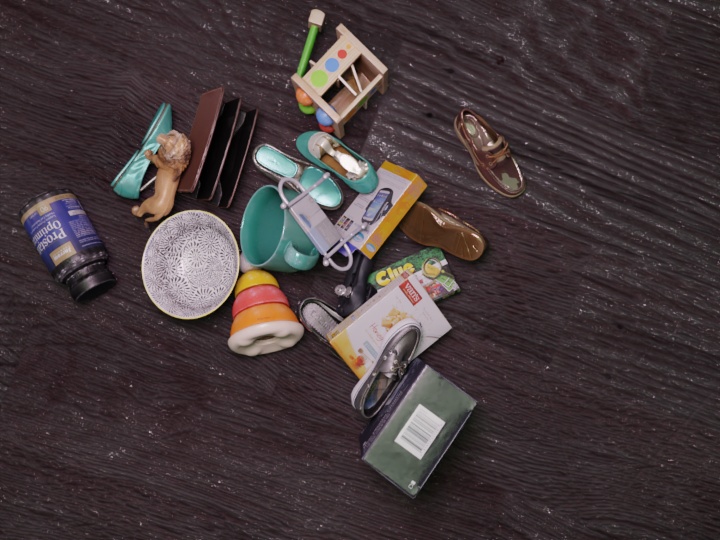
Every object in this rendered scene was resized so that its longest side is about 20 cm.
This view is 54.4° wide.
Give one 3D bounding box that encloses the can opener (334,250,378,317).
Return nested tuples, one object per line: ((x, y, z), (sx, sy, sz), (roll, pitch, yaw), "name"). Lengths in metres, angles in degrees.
((0.000, 0.000, 1.347), (0.063, 0.078, 0.202), (-4, 63, 36), "can opener")

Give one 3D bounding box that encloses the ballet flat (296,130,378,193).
((-0.047, -0.223, 1.345), (0.199, 0.070, 0.068), (36, 80, 19), "ballet flat")

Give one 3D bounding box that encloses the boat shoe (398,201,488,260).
((0.157, -0.085, 1.355), (0.198, 0.072, 0.073), (25, 116, 22), "boat shoe")

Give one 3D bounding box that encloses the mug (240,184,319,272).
((-0.137, -0.059, 1.314), (0.151, 0.114, 0.187), (-33, 58, 40), "mug")

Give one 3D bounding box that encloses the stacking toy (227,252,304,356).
((-0.193, 0.050, 1.343), (0.144, 0.146, 0.202), (-13, 69, 0), "stacking toy")

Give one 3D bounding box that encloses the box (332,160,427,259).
((0.027, -0.109, 1.339), (0.041, 0.119, 0.201), (37, 89, -36), "box")

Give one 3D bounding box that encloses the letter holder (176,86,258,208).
((-0.264, -0.229, 1.322), (0.100, 0.142, 0.203), (18, 86, -28), "letter holder")

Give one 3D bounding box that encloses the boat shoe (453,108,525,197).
((0.253, -0.231, 1.363), (0.072, 0.072, 0.201), (-33, 86, -1), "boat shoe")

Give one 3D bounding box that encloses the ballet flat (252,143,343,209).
((-0.120, -0.183, 1.372), (0.199, 0.064, 0.068), (31, 84, -3), "ballet flat")

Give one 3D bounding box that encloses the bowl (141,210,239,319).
((-0.306, -0.007, 1.339), (0.198, 0.094, 0.204), (-2, 83, 12), "bowl")

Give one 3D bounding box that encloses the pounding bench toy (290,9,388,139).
((-0.070, -0.379, 1.351), (0.200, 0.124, 0.156), (45, 88, 3), "pounding bench toy")

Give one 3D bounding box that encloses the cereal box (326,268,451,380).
((0.055, 0.114, 1.309), (0.199, 0.040, 0.144), (-39, 114, 0), "cereal box")

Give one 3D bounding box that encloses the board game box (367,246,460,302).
((0.083, 0.034, 1.361), (0.198, 0.023, 0.106), (-25, 67, -1), "board game box")

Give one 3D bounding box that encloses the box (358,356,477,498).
((0.097, 0.273, 1.269), (0.117, 0.200, 0.198), (35, 87, 1), "box")

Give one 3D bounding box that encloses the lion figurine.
((-0.365, -0.163, 1.305), (0.072, 0.122, 0.203), (-2, 109, -40), "lion figurine")

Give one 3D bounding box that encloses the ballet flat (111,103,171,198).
((-0.409, -0.228, 1.377), (0.070, 0.067, 0.201), (32, 86, -22), "ballet flat")

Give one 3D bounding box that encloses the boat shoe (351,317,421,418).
((0.054, 0.182, 1.280), (0.068, 0.057, 0.201), (28, 100, -26), "boat shoe")

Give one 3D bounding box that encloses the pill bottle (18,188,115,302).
((-0.556, -0.046, 1.344), (0.111, 0.112, 0.201), (-32, 86, -1), "pill bottle")

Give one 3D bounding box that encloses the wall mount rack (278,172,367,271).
((-0.074, -0.083, 1.216), (0.074, 0.174, 0.201), (-33, 98, 39), "wall mount rack")

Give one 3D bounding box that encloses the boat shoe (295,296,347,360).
((-0.040, 0.123, 1.349), (0.201, 0.063, 0.074), (37, 81, -3), "boat shoe")
